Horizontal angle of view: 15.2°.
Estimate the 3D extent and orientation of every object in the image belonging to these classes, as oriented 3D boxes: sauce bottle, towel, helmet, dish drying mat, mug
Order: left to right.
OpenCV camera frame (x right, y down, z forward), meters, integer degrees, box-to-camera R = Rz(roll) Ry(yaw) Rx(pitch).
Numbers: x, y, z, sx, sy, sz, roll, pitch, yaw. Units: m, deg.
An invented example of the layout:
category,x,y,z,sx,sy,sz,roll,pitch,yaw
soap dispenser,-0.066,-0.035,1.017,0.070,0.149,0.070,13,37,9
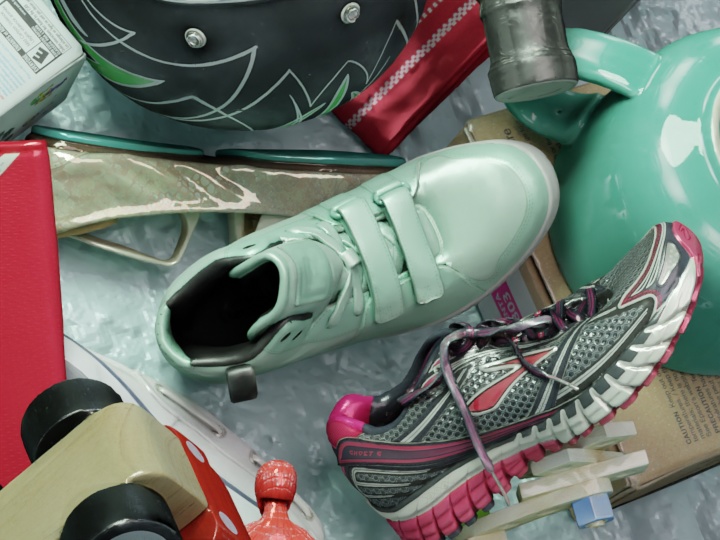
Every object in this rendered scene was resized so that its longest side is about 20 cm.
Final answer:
category,x,y,z,sx,sy,sz,roll,pitch,yaw
dish drying mat,-0.167,0.044,1.190,0.077,0.018,0.200,-2,95,10
helmet,-0.059,-0.159,1.262,0.200,0.200,0.191,-25,94,-28
towel,-0.008,-0.173,1.375,0.200,0.022,0.145,45,85,0
sauce bottle,0.064,-0.179,1.255,0.065,0.065,0.200,-8,84,-25
mug,0.165,-0.040,1.279,0.185,0.114,0.152,6,67,-19

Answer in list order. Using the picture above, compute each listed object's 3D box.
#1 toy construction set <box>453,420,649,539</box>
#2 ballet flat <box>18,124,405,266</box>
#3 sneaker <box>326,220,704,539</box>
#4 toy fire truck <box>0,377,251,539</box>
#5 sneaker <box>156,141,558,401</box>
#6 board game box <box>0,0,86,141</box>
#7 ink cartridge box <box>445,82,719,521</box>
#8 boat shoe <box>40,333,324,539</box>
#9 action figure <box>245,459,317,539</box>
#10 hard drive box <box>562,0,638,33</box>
category,x,y,z,sx,sy,sz,roll,pitch,yaw
toy construction set,0.085,0.167,1.240,0.092,0.131,0.200,6,67,-21
ballet flat,-0.073,-0.032,1.306,0.200,0.067,0.062,4,95,-16
sneaker,0.072,0.045,1.215,0.075,0.200,0.081,47,18,-10
toy fire truck,-0.100,0.175,1.132,0.200,0.176,0.129,44,10,-40
sneaker,0.000,0.000,1.226,0.200,0.118,0.074,-26,89,2
board game box,-0.249,-0.087,1.230,0.200,0.064,0.148,-39,88,-22
ink cartridge box,0.146,0.004,1.362,0.165,0.075,0.200,-18,78,-25
boat shoe,-0.101,0.084,1.242,0.200,0.074,0.065,43,30,-9
action figure,-0.048,0.183,1.193,0.065,0.052,0.200,7,94,-9
hard drive box,0.133,-0.238,1.452,0.156,0.077,0.200,43,61,0
